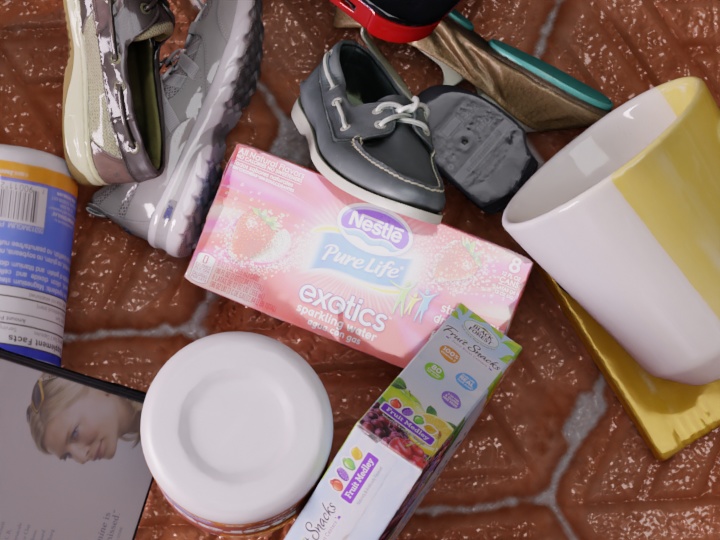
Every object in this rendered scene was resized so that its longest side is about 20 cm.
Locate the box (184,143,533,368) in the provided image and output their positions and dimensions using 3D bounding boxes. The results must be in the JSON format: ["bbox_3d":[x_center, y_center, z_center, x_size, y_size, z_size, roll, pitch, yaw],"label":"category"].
[{"bbox_3d":[0.000,0.000,1.719,0.200,0.103,0.095,22,91,2],"label":"box"}]

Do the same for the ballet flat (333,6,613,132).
[{"bbox_3d":[0.066,-0.130,1.773,0.200,0.068,0.072,33,101,4],"label":"ballet flat"}]

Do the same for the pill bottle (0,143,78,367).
[{"bbox_3d":[-0.239,0.027,1.708,0.112,0.112,0.200,5,81,-1],"label":"pill bottle"}]

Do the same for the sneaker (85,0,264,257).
[{"bbox_3d":[-0.117,-0.113,1.754,0.082,0.075,0.200,17,76,8],"label":"sneaker"}]

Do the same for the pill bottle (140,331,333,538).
[{"bbox_3d":[-0.073,0.104,1.656,0.112,0.200,0.112,0,81,-1],"label":"pill bottle"}]

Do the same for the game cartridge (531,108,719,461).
[{"bbox_3d":[0.231,-0.001,1.769,0.200,0.032,0.176,-31,83,-8],"label":"game cartridge"}]

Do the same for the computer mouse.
[{"bbox_3d":[0.109,-0.044,1.747,0.200,0.034,0.059,44,93,-3],"label":"computer mouse"}]

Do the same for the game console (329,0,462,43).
[{"bbox_3d":[0.003,-0.246,1.761,0.200,0.031,0.177,39,55,7],"label":"game console"}]

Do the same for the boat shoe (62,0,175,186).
[{"bbox_3d":[-0.146,-0.152,1.702,0.065,0.073,0.200,2,99,19],"label":"boat shoe"}]

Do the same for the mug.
[{"bbox_3d":[0.199,-0.017,1.656,0.149,0.187,0.153,-43,103,-30],"label":"mug"}]

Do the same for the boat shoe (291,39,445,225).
[{"bbox_3d":[0.009,-0.088,1.695,0.073,0.200,0.062,19,106,-24],"label":"boat shoe"}]

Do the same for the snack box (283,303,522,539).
[{"bbox_3d":[0.009,0.130,1.635,0.053,0.200,0.142,35,40,5],"label":"snack box"}]

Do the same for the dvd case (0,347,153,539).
[{"bbox_3d":[-0.205,0.126,1.663,0.018,0.200,0.143,15,86,44],"label":"dvd case"}]
